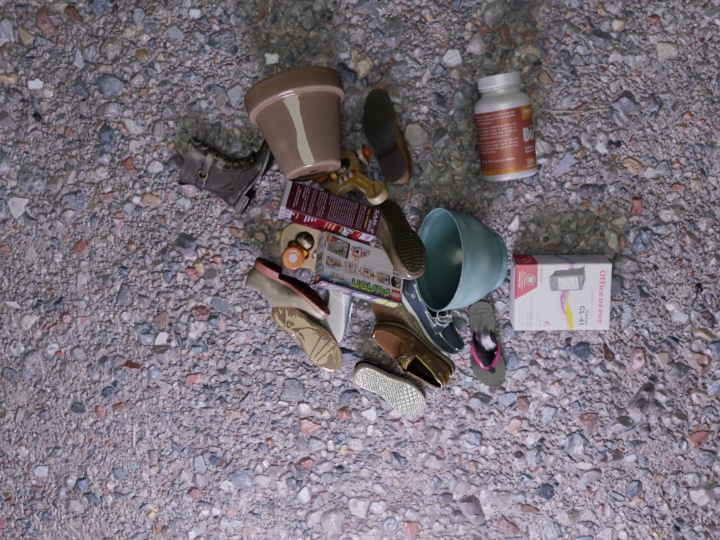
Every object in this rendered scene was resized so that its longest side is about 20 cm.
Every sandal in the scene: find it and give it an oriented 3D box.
[{"bbox_3d":[0.274,0.168,1.466,0.074,0.045,0.203,-10,102,7],"label":"sandal"}]

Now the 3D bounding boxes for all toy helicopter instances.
[{"bbox_3d":[-0.074,-0.060,1.436,0.197,0.079,0.134,9,90,-7],"label":"toy helicopter"},{"bbox_3d":[-0.005,-0.193,1.352,0.133,0.200,0.079,-49,137,-4],"label":"toy helicopter"}]

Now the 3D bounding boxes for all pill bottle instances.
[{"bbox_3d":[0.286,-0.286,1.326,0.110,0.112,0.203,-8,103,7],"label":"pill bottle"}]

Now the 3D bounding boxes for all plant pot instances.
[{"bbox_3d":[0.209,-0.021,1.331,0.132,0.200,0.203,1,105,-22],"label":"plant pot"},{"bbox_3d":[-0.114,-0.273,1.299,0.197,0.200,0.177,-15,85,8],"label":"plant pot"}]

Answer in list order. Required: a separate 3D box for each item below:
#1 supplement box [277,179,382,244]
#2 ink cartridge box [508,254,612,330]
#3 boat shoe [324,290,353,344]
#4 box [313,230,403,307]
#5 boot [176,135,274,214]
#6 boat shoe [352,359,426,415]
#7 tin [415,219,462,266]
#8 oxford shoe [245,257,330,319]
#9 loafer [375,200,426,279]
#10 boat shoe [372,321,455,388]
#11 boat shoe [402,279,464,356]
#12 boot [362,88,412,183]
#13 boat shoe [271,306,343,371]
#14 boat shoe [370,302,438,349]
[{"bbox_3d":[-0.064,-0.115,1.349,0.197,0.109,0.062,16,81,-7],"label":"supplement box"},{"bbox_3d":[0.418,0.046,1.406,0.197,0.086,0.150,-1,103,6],"label":"ink cartridge box"},{"bbox_3d":[-0.035,0.077,1.452,0.061,0.073,0.202,-18,131,-32],"label":"boat shoe"},{"bbox_3d":[0.000,0.000,1.380,0.198,0.035,0.112,17,65,-29],"label":"box"},{"bbox_3d":[-0.286,-0.231,1.410,0.173,0.069,0.201,32,106,-3],"label":"boot"},{"bbox_3d":[0.065,0.260,1.500,0.199,0.062,0.075,31,99,-18],"label":"boat shoe"},{"bbox_3d":[0.191,-0.027,1.433,0.111,0.042,0.202,-29,99,7],"label":"tin"},{"bbox_3d":[-0.157,0.054,1.440,0.199,0.070,0.075,35,102,4],"label":"oxford shoe"},{"bbox_3d":[0.079,-0.056,1.381,0.075,0.202,0.068,-3,143,-20],"label":"loafer"},{"bbox_3d":[0.105,0.178,1.414,0.198,0.068,0.073,28,130,14],"label":"boat shoe"},{"bbox_3d":[0.164,0.096,1.443,0.062,0.075,0.201,-35,91,42],"label":"boat shoe"},{"bbox_3d":[0.059,-0.274,1.379,0.073,0.075,0.203,-17,83,27],"label":"boot"},{"bbox_3d":[-0.117,0.144,1.486,0.199,0.065,0.072,41,87,-3],"label":"boat shoe"},{"bbox_3d":[0.101,0.121,1.470,0.073,0.063,0.201,-36,96,38],"label":"boat shoe"}]
